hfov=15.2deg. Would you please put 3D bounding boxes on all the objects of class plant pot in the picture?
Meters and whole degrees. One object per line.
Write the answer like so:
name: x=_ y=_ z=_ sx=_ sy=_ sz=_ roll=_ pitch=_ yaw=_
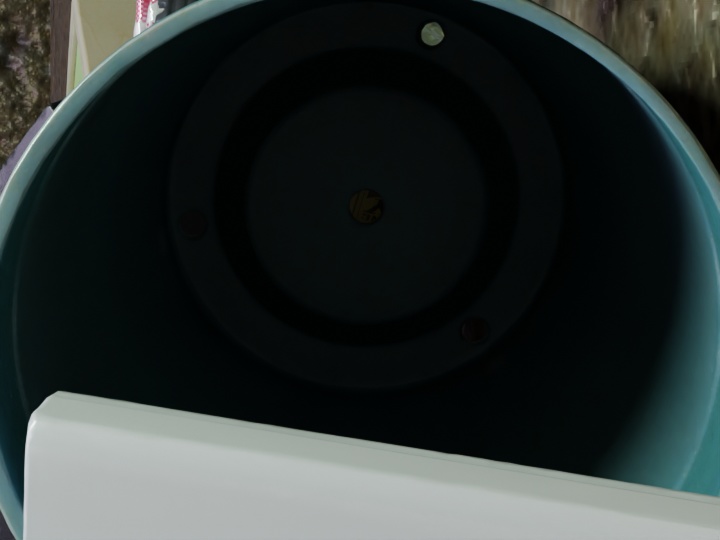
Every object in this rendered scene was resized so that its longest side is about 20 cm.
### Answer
plant pot: x=0.000 y=0.000 z=0.763 sx=0.188 sy=0.199 sz=0.201 roll=-93 pitch=5 yaw=-75

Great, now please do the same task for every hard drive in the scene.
hard drive: x=0.015 y=0.107 z=0.657 sx=0.026 sy=0.199 sz=0.132 roll=-53 pitch=-30 yaw=-65

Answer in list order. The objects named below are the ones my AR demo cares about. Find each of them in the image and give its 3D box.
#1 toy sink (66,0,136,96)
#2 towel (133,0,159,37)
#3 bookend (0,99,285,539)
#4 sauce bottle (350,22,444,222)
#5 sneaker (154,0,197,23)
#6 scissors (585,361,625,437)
toy sink: x=-0.113 y=-0.040 z=1.506 sx=0.131 sy=0.112 sz=0.201 roll=-106 pitch=19 yaw=-54
towel: x=-0.039 y=-0.138 z=1.079 sx=0.030 sy=0.146 sz=0.201 roll=-1 pitch=88 yaw=39
bookend: x=-0.072 y=0.067 z=0.960 sx=0.200 sy=0.092 sz=0.199 roll=54 pitch=130 yaw=14
sauce bottle: x=0.008 y=-0.045 z=1.020 sx=0.200 sy=0.064 sz=0.065 roll=107 pitch=159 yaw=-62
sneaker: x=-0.023 y=-0.134 z=1.034 sx=0.080 sy=0.077 sz=0.201 roll=65 pitch=-136 yaw=-59
scissors: x=0.083 y=0.114 z=0.770 sx=0.200 sy=0.014 sz=0.073 roll=-100 pitch=16 yaw=-45
